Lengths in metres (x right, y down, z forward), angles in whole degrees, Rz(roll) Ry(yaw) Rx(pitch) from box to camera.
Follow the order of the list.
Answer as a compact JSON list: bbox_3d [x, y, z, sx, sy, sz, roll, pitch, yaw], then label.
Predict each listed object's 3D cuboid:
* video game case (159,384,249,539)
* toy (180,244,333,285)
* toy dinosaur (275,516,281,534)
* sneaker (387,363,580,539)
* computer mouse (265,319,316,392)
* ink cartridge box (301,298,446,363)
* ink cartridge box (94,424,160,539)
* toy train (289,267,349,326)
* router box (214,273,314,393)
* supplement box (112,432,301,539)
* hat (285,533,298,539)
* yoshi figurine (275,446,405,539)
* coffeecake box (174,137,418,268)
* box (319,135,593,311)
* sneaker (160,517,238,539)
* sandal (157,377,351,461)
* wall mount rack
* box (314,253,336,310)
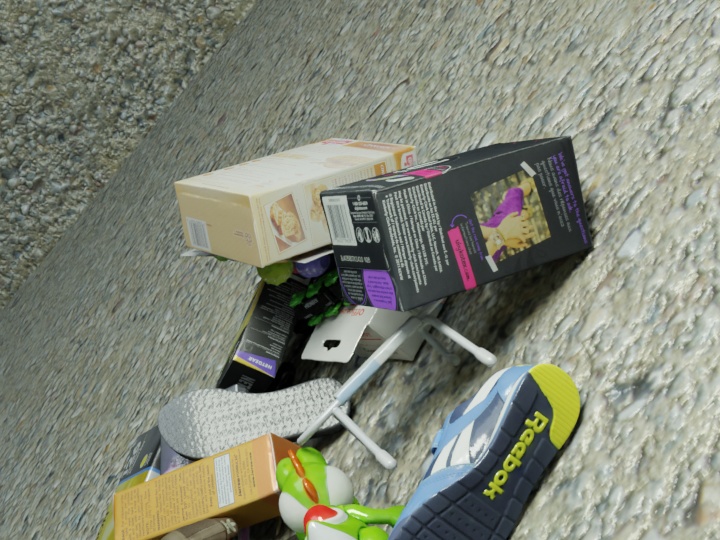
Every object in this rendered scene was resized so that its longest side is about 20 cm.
[{"bbox_3d":[-0.169,0.237,1.247,0.143,0.019,0.201,-27,55,40],"label":"video game case"},{"bbox_3d":[-0.080,-0.015,1.207,0.199,0.047,0.115,8,26,44],"label":"toy"},{"bbox_3d":[-0.117,0.224,1.252,0.200,0.058,0.102,5,78,50],"label":"toy dinosaur"},{"bbox_3d":[0.088,0.156,0.900,0.200,0.074,0.082,-49,19,-10],"label":"sneaker"},{"bbox_3d":[-0.081,0.080,1.398,0.059,0.034,0.201,-14,45,57],"label":"computer mouse"},{"bbox_3d":[0.031,0.025,1.209,0.200,0.067,0.116,-58,22,-17],"label":"ink cartridge box"},{"bbox_3d":[-0.278,0.287,1.415,0.200,0.047,0.198,-32,35,56],"label":"ink cartridge box"},{"bbox_3d":[0.000,0.000,1.168,0.200,0.042,0.056,-30,20,44],"label":"toy train"},{"bbox_3d":[-0.109,0.067,1.340,0.200,0.052,0.158,127,165,-66],"label":"router box"},{"bbox_3d":[-0.152,0.228,1.164,0.199,0.067,0.069,-25,58,20],"label":"supplement box"},{"bbox_3d":[-0.105,0.306,1.043,0.201,0.081,0.201,-42,25,24],"label":"hat"},{"bbox_3d":[-0.013,0.232,0.979,0.200,0.112,0.112,-125,44,-54],"label":"yoshi figurine"},{"bbox_3d":[-0.061,-0.074,1.178,0.199,0.073,0.153,-20,19,-32],"label":"coffeecake box"},{"bbox_3d":[0.083,-0.045,1.024,0.199,0.107,0.122,-17,10,-24],"label":"box"},{"bbox_3d":[-0.164,0.313,1.156,0.075,0.071,0.200,-19,-29,-31],"label":"sneaker"},{"bbox_3d":[-0.107,0.158,1.197,0.043,0.199,0.076,83,-179,-65],"label":"sandal"},{"bbox_3d":[0.037,0.099,1.007,0.200,0.075,0.174,-46,-2,-7],"label":"wall mount rack"},{"bbox_3d":[-0.003,-0.029,1.324,0.201,0.032,0.121,-61,-7,-7],"label":"box"}]
